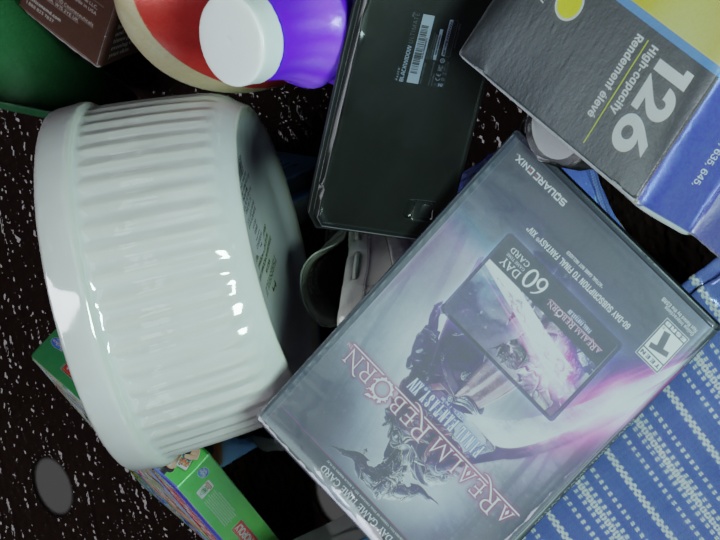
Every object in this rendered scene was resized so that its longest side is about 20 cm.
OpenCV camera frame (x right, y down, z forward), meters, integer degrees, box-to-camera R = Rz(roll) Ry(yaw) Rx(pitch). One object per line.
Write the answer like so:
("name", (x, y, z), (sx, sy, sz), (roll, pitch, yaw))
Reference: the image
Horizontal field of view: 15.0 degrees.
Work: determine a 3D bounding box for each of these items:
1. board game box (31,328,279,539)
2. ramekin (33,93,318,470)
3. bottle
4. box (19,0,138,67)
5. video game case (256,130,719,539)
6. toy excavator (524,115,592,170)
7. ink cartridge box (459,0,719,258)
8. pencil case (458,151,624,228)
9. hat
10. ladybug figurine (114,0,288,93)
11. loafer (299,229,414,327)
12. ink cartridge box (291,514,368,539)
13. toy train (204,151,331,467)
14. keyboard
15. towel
("board game box", (-0.112, 0.120, 1.645), (0.134, 0.029, 0.200), (39, 170, 30))
("ramekin", (-0.093, 0.000, 1.465), (0.105, 0.200, 0.201), (-13, 97, 10))
("bottle", (0.004, -0.135, 1.404), (0.065, 0.200, 0.084), (-10, 97, 46))
("box", (-0.118, -0.225, 1.562), (0.075, 0.100, 0.201), (38, 128, 20))
("video game case", (0.061, 0.051, 1.366), (0.143, 0.019, 0.200), (45, 99, 17))
("toy excavator", (0.190, -0.125, 1.310), (0.194, 0.100, 0.201), (24, 106, 43))
("ink cartridge box", (0.162, -0.128, 1.257), (0.198, 0.047, 0.200), (-57, 47, 10))
("pencil case", (0.123, 0.022, 1.430), (0.087, 0.078, 0.201), (-33, 80, 25))
("hat", (-0.206, -0.203, 1.638), (0.199, 0.166, 0.177), (21, 105, 17))
("ladybug figurine", (-0.048, -0.160, 1.448), (0.072, 0.200, 0.136), (8, 106, 41))
("loafer", (0.000, 0.000, 1.495), (0.200, 0.069, 0.070), (-135, 45, -75))
("ink cartridge box", (0.005, 0.252, 1.602), (0.068, 0.115, 0.201), (-6, 101, 46))
("toy train", (-0.071, 0.021, 1.621), (0.114, 0.087, 0.201), (11, 112, 35))
("keyboard", (0.050, -0.109, 1.370), (0.021, 0.126, 0.201), (-129, 50, -64))
("towel", (0.152, 0.101, 1.373), (0.200, 0.024, 0.145), (-37, 93, 13))
